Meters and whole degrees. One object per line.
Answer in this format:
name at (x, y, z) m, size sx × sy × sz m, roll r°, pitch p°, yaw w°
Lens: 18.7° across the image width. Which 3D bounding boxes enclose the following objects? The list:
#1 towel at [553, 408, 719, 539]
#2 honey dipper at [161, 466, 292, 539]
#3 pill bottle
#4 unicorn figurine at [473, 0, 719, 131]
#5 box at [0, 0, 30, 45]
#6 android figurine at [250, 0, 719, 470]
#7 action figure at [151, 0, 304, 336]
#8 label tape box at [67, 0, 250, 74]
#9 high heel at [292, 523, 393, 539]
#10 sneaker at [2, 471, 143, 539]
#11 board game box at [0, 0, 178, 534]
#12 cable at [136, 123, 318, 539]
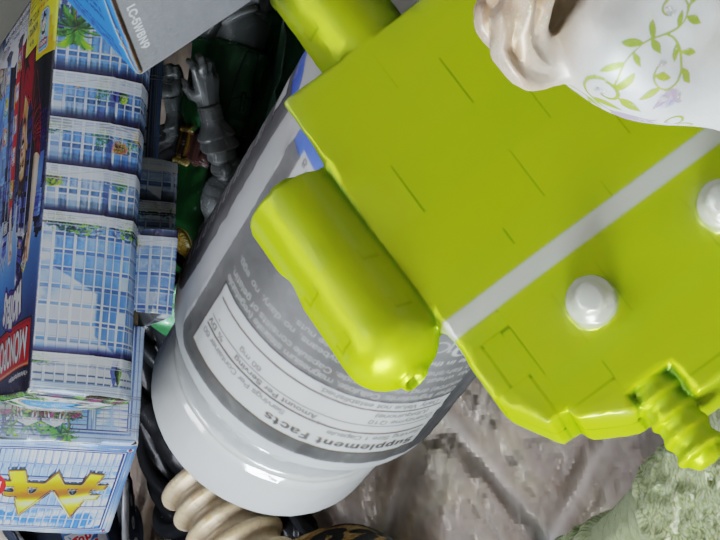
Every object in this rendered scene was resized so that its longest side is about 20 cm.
towel at (0.122, 0.149, 0.673) m, size 0.149 × 0.036 × 0.201 m, roll -54°, pitch 50°, yaw 48°
honey dipper at (-0.014, 0.159, 0.814) m, size 0.201 × 0.038 × 0.038 m, roll 59°, pitch 142°, yaw 22°
pill bottle at (0.000, 0.000, 0.780) m, size 0.200 × 0.113 × 0.114 m, roll -55°, pitch 49°, yaw 49°
unicorn figurine at (0.117, -0.061, 0.570) m, size 0.074 × 0.199 × 0.138 m, roll -177°, pitch 99°, yaw -84°
box at (-0.206, -0.102, 1.052) m, size 0.200 × 0.108 × 0.129 m, roll 96°, pitch 159°, yaw -67°
android figurine at (0.061, -0.035, 0.638) m, size 0.200 × 0.182 × 0.041 m, roll 56°, pitch -178°, yaw 23°
action figure at (-0.054, -0.071, 0.882) m, size 0.118 × 0.054 × 0.201 m, roll -166°, pitch 86°, yaw -70°
label tape box at (-0.039, -0.176, 0.751) m, size 0.144 × 0.200 × 0.063 m, roll 46°, pitch 165°, yaw 35°
high heel at (-0.064, 0.156, 0.883) m, size 0.200 × 0.142 × 0.072 m, roll -34°, pitch 70°, yaw 57°
sneaker at (-0.111, 0.170, 1.013) m, size 0.200 × 0.070 × 0.109 m, roll -126°, pitch 20°, yaw -45°
board game box at (-0.110, 0.002, 0.847) m, size 0.200 × 0.061 × 0.201 m, roll 166°, pitch 107°, yaw -74°
cable at (-0.067, 0.034, 0.976) m, size 0.163 × 0.051 × 0.201 m, roll -27°, pitch 74°, yaw 63°
